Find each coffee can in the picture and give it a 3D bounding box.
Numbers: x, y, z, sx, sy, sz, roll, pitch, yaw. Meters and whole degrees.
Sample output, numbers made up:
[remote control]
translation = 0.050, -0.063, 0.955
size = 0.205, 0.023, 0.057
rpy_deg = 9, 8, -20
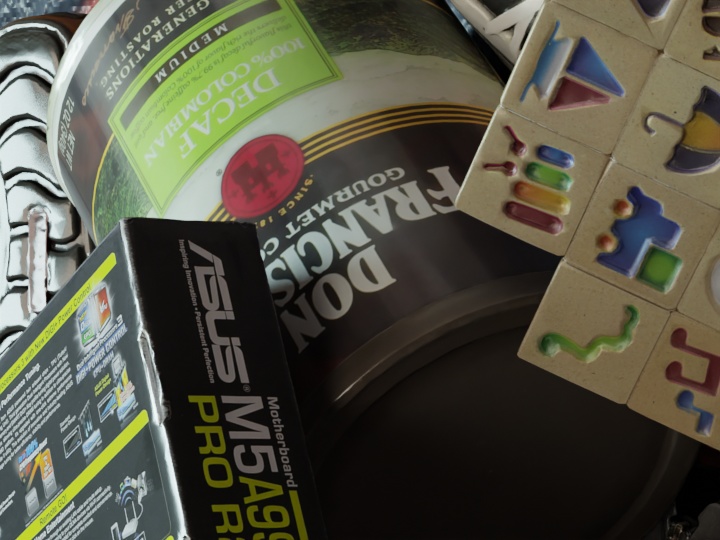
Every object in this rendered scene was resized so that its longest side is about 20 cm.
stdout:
[coffee can]
translation = 0.000, 0.000, 0.908
size = 0.200, 0.146, 0.147
rpy_deg = 58, 133, 42

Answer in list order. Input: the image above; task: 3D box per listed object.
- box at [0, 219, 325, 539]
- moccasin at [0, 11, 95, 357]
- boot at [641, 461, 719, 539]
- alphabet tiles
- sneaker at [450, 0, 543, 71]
[box]
translation = -0.077, 0.102, 0.831
size = 0.200, 0.044, 0.161
rpy_deg = -45, 50, 47
[moccasin]
translation = -0.109, 0.002, 1.114
size = 0.073, 0.078, 0.202
rpy_deg = -8, 86, 32
[boot]
translation = 0.070, 0.117, 0.949
size = 0.200, 0.070, 0.132
rpy_deg = 9, 99, 35
[alphabet tiles]
translation = 0.133, -0.016, 0.752
size = 0.200, 0.006, 0.167
rpy_deg = 25, 118, 2
[sneaker]
translation = 0.066, -0.080, 0.912
size = 0.072, 0.072, 0.200
rpy_deg = -48, 63, 37
